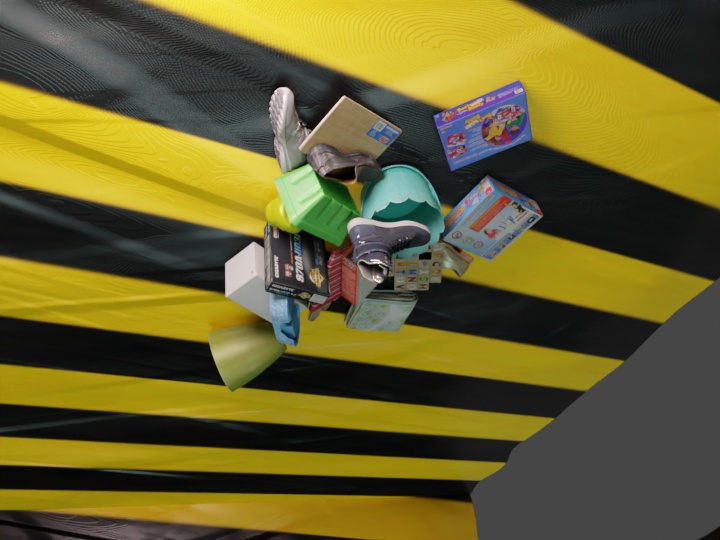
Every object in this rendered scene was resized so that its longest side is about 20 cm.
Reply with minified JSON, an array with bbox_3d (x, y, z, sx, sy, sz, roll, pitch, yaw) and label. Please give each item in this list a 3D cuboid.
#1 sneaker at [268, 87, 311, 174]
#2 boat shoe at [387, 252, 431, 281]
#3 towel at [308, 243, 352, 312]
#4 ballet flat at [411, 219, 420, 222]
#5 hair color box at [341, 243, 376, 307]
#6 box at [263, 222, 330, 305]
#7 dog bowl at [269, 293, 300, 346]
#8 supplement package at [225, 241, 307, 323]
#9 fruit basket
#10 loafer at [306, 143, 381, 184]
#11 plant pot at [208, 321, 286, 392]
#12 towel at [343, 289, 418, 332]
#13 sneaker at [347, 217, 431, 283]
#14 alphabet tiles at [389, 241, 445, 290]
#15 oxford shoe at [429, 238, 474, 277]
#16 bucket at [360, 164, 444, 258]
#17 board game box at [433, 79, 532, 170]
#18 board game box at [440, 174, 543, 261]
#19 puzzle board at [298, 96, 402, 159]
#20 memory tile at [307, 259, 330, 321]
[{"bbox_3d":[-0.143,-0.299,1.175,0.080,0.076,0.202,-18,148,-16],"label":"sneaker"},{"bbox_3d":[0.164,-0.014,1.574,0.195,0.057,0.069,-14,141,4],"label":"boat shoe"},{"bbox_3d":[-0.066,0.013,1.489,0.144,0.022,0.203,-30,149,-53],"label":"towel"},{"bbox_3d":[0.085,-0.075,1.486,0.074,0.069,0.201,25,133,-15],"label":"ballet flat"},{"bbox_3d":[0.000,0.000,1.498,0.102,0.061,0.202,-45,159,-27],"label":"hair color box"},{"bbox_3d":[-0.158,-0.023,1.379,0.156,0.203,0.046,16,136,-27],"label":"box"},{"bbox_3d":[-0.191,0.109,1.422,0.048,0.113,0.202,1,139,4],"label":"dog bowl"},{"bbox_3d":[-0.251,0.040,1.497,0.116,0.119,0.199,-31,137,22],"label":"supplement package"},{"bbox_3d":[-0.130,-0.132,1.285,0.211,0.158,0.217,-21,154,-11],"label":"fruit basket"},{"bbox_3d":[-0.026,-0.215,1.223,0.197,0.073,0.073,0,143,-39],"label":"loafer"},{"bbox_3d":[-0.329,0.234,1.684,0.196,0.189,0.189,-24,141,-7],"label":"plant pot"},{"bbox_3d":[0.060,0.123,1.724,0.195,0.049,0.172,6,140,-19],"label":"towel"},{"bbox_3d":[0.074,-0.040,1.243,0.197,0.148,0.078,2,139,-15],"label":"sneaker"},{"bbox_3d":[0.139,-0.008,1.507,0.163,0.008,0.202,-1,141,2],"label":"alphabet tiles"},{"bbox_3d":[0.216,-0.042,1.512,0.197,0.071,0.075,25,96,-18],"label":"oxford shoe"},{"bbox_3d":[0.092,-0.143,1.345,0.202,0.137,0.209,-7,141,-6],"label":"bucket"},{"bbox_3d":[0.275,-0.319,1.249,0.196,0.045,0.135,-20,139,11],"label":"board game box"},{"bbox_3d":[0.341,-0.131,1.477,0.193,0.057,0.200,20,131,-31],"label":"board game box"},{"bbox_3d":[-0.019,-0.285,1.209,0.150,0.018,0.198,-43,148,26],"label":"puzzle board"},{"bbox_3d":[-0.095,0.043,1.542,0.017,0.153,0.202,32,143,20],"label":"memory tile"}]
